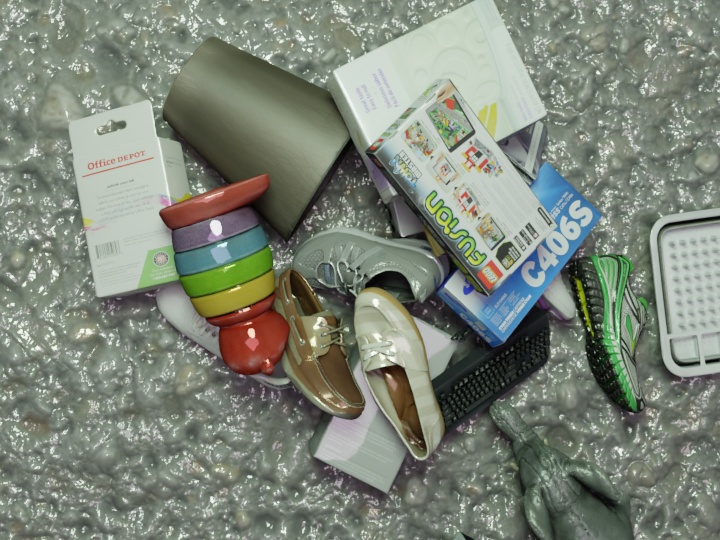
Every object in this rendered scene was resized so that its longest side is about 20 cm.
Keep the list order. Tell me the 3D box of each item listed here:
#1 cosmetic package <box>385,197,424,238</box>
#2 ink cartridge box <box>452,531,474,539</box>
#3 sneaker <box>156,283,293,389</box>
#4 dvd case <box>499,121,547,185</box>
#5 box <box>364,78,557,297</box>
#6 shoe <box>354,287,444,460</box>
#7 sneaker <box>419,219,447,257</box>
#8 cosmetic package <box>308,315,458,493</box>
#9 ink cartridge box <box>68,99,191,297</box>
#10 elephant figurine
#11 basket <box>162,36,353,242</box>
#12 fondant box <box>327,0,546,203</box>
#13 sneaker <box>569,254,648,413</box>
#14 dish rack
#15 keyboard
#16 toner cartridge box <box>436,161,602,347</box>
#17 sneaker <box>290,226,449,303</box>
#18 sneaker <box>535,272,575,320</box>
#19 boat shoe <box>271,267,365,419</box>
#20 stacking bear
[{"bbox_3d":[0.042,-0.144,1.092,0.049,0.083,0.205,-13,91,-7],"label":"cosmetic package"},{"bbox_3d":[0.203,0.395,1.055,0.196,0.200,0.044,32,90,-6],"label":"ink cartridge box"},{"bbox_3d":[-0.153,0.071,1.072,0.197,0.081,0.077,30,90,-1],"label":"sneaker"},{"bbox_3d":[0.137,-0.197,1.081,0.199,0.149,0.016,37,124,-6],"label":"dvd case"},{"bbox_3d":[0.107,-0.084,0.942,0.110,0.035,0.201,-43,109,-6],"label":"box"},{"bbox_3d":[0.042,0.116,1.009,0.069,0.053,0.204,-18,102,27],"label":"shoe"},{"bbox_3d":[0.121,-0.093,1.036,0.088,0.202,0.076,-13,123,22],"label":"sneaker"},{"bbox_3d":[0.026,0.147,1.092,0.105,0.090,0.203,28,84,-7],"label":"cosmetic package"},{"bbox_3d":[-0.257,-0.080,1.046,0.114,0.067,0.205,-11,88,13],"label":"ink cartridge box"},{"bbox_3d":[0.234,0.267,1.069,0.201,0.153,0.142,55,49,-25],"label":"elephant figurine"},{"bbox_3d":[-0.116,-0.166,1.051,0.198,0.136,0.182,35,100,-2],"label":"basket"},{"bbox_3d":[0.082,-0.184,0.983,0.197,0.058,0.147,-28,91,-10],"label":"fondant box"},{"bbox_3d":[0.326,0.077,1.129,0.083,0.078,0.205,-13,91,-7],"label":"sneaker"},{"bbox_3d":[0.449,0.025,1.160,0.167,0.044,0.205,-7,91,-6],"label":"dish rack"},{"bbox_3d":[0.153,0.104,1.086,0.198,0.020,0.129,-30,119,-26],"label":"keyboard"},{"bbox_3d":[0.185,-0.019,1.056,0.095,0.043,0.201,40,75,0],"label":"toner cartridge box"},{"bbox_3d":[0.000,0.000,1.052,0.196,0.082,0.076,0,123,27],"label":"sneaker"},{"bbox_3d":[0.218,-0.034,1.116,0.099,0.075,0.202,-34,94,-5],"label":"sneaker"},{"bbox_3d":[-0.053,0.079,1.033,0.072,0.075,0.201,-50,61,22],"label":"boat shoe"},{"bbox_3d":[-0.136,0.014,0.986,0.112,0.120,0.204,-24,101,-37],"label":"stacking bear"}]
